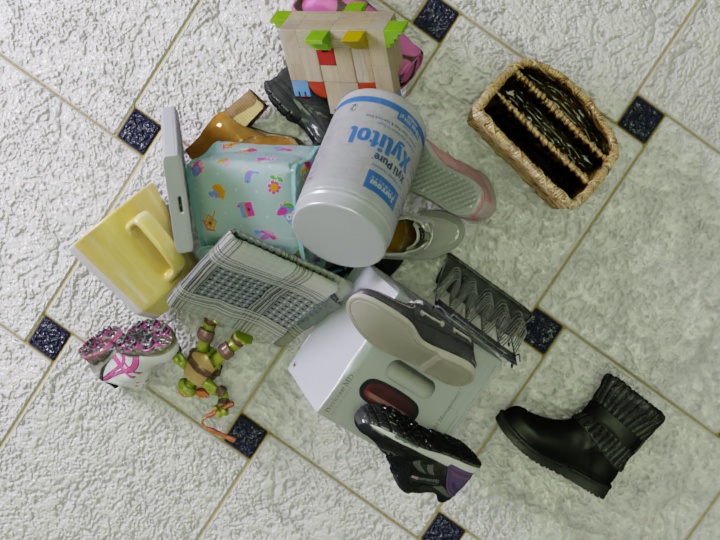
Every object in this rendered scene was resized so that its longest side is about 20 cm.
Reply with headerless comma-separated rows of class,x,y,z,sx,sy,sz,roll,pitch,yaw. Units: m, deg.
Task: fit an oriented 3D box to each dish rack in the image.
dish rack,0.166,0.055,1.314,0.152,0.200,0.055,34,103,-1

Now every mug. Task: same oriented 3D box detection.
mug,-0.307,-0.013,1.344,0.149,0.187,0.154,-36,100,6

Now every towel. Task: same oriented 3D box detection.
towel,-0.135,0.035,1.283,0.198,0.035,0.192,23,138,-28

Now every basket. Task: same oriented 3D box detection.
basket,0.259,-0.195,1.317,0.200,0.149,0.143,45,95,0

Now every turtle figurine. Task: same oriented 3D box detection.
turtle figurine,-0.219,0.139,1.398,0.200,0.064,0.162,43,115,10

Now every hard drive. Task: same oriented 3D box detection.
hard drive,-0.249,-0.127,1.300,0.026,0.201,0.134,-7,117,-8

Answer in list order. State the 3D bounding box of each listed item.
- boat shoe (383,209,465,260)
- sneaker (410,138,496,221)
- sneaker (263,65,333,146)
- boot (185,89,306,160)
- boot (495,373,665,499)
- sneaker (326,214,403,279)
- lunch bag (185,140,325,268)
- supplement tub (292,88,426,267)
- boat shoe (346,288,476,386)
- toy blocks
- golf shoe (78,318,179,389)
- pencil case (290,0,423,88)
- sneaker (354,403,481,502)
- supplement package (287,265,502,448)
boat shoe,0.070,-0.047,1.331,0.197,0.070,0.072,-1,97,-28
sneaker,0.112,-0.133,1.373,0.200,0.104,0.076,40,105,29
sneaker,-0.045,-0.218,1.369,0.091,0.076,0.200,-44,95,-6
boot,-0.145,-0.143,1.384,0.144,0.071,0.201,-44,88,10
boot,0.312,0.210,1.373,0.209,0.080,0.159,30,101,-10
sneaker,0.000,0.000,1.374,0.073,0.082,0.200,45,93,1
lunch bag,-0.135,-0.064,1.313,0.167,0.122,0.203,6,115,18
supplement tub,0.002,-0.122,1.240,0.130,0.133,0.202,18,58,1
boat shoe,0.066,0.072,1.201,0.199,0.063,0.072,34,139,-21
toy blocks,-0.020,-0.272,1.288,0.197,0.101,0.138,7,134,22
golf shoe,-0.314,0.123,1.368,0.198,0.073,0.093,-9,120,44
pencil case,-0.008,-0.331,1.352,0.200,0.091,0.094,42,102,2
sneaker,0.062,0.246,1.240,0.198,0.076,0.088,30,103,-27
supplement package,0.045,0.129,1.314,0.199,0.147,0.193,32,95,-27
